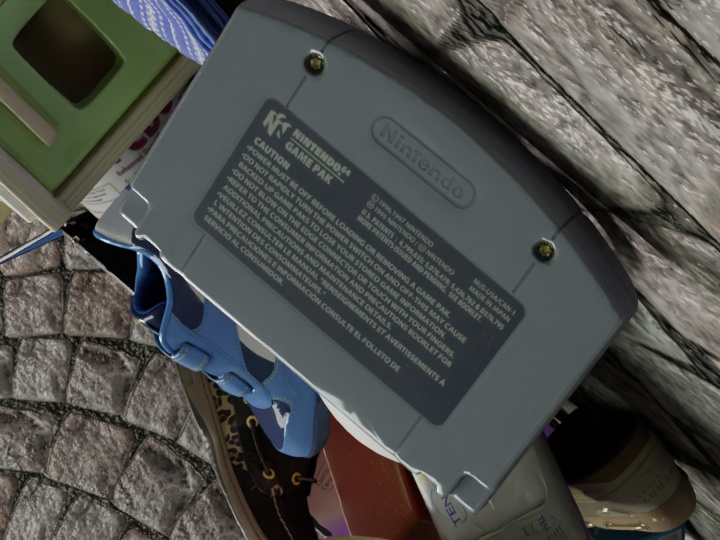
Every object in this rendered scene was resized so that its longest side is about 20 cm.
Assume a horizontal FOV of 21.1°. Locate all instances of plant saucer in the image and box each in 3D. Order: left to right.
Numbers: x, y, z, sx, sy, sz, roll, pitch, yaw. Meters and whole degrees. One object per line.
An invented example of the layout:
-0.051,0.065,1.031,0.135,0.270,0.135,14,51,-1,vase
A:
0.033,0.094,1.188,0.200,0.037,0.201,24,-137,-59,plant saucer

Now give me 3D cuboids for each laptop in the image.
-0.145,-0.011,1.420,0.200,0.177,0.104,38,133,23,laptop

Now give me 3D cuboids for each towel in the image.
-0.130,-0.157,0.956,0.200,0.024,0.145,36,172,36,towel

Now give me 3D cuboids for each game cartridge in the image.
0.008,-0.013,0.783,0.200,0.134,0.041,40,-159,9,game cartridge

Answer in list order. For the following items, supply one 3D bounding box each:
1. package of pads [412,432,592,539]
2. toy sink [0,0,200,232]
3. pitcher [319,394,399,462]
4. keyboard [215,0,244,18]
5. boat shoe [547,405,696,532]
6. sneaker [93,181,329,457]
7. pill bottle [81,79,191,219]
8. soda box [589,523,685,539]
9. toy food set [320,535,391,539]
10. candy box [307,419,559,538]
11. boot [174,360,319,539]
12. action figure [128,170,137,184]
0.058,0.077,1.062,0.201,0.068,0.155,67,-174,29,package of pads
-0.209,-0.106,1.150,0.130,0.200,0.112,45,173,-26,toy sink
0.042,0.014,0.883,0.171,0.122,0.201,22,153,31,pitcher
-0.117,-0.165,1.012,0.127,0.021,0.200,45,172,-25,keyboard
0.146,0.128,1.171,0.065,0.072,0.200,43,168,-5,boat shoe
-0.080,0.026,1.059,0.074,0.082,0.201,26,145,59,sneaker
-0.188,-0.125,1.287,0.200,0.114,0.113,46,172,-35,pill bottle
0.121,0.211,1.298,0.068,0.199,0.065,34,134,54,soda box
0.050,0.195,1.032,0.199,0.049,0.198,24,160,-19,toy food set
0.027,0.119,1.364,0.200,0.168,0.072,41,-179,12,candy box
-0.026,0.104,1.303,0.201,0.150,0.073,65,-173,16,boot
-0.069,-0.030,1.215,0.199,0.055,0.118,20,179,-44,action figure
